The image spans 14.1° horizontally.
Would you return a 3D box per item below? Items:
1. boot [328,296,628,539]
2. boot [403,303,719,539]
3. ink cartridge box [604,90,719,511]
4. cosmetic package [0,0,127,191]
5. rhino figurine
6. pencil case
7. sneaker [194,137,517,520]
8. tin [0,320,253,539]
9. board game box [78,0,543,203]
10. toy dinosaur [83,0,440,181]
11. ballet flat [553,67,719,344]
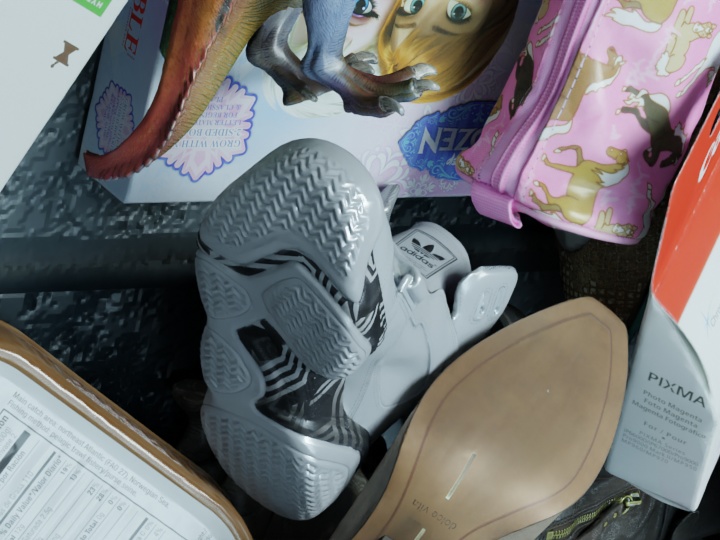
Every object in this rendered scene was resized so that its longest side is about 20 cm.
[{"bbox_3d":[0.020,0.109,1.137,0.200,0.070,0.146,-47,176,-31],"label":"boot"},{"bbox_3d":[0.108,0.067,1.285,0.174,0.069,0.201,-26,133,-28],"label":"boot"},{"bbox_3d":[0.157,-0.021,1.176,0.200,0.057,0.163,103,13,-56],"label":"ink cartridge box"},{"bbox_3d":[-0.161,-0.081,0.979,0.107,0.085,0.200,28,97,-44],"label":"cosmetic package"},{"bbox_3d":[-0.055,0.092,1.176,0.199,0.060,0.088,-8,118,-31],"label":"rhino figurine"},{"bbox_3d":[0.106,-0.107,1.103,0.086,0.083,0.201,16,108,-14],"label":"pencil case"},{"bbox_3d":[0.000,0.000,1.074,0.115,0.075,0.200,-43,159,-31],"label":"sneaker"},{"bbox_3d":[-0.123,0.097,1.100,0.200,0.042,0.112,38,85,-23],"label":"tin"},{"bbox_3d":[0.006,-0.124,1.103,0.199,0.041,0.200,-3,118,-35],"label":"board game box"},{"bbox_3d":[-0.025,-0.141,0.988,0.199,0.105,0.182,-24,110,-9],"label":"toy dinosaur"},{"bbox_3d":[0.111,-0.065,1.195,0.065,0.070,0.201,22,87,-20],"label":"ballet flat"}]
